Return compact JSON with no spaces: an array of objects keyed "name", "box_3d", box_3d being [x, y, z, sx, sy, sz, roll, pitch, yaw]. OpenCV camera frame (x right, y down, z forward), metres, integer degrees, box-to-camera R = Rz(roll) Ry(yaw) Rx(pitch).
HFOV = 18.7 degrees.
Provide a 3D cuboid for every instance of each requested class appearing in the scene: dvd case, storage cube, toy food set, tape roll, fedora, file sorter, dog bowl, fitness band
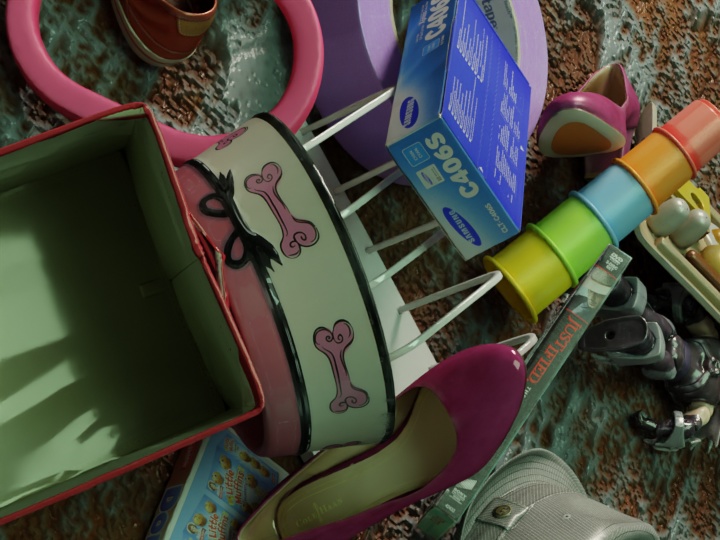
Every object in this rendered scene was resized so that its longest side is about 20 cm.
[{"name":"dvd case","box_3d":[0.103,0.082,1.409,0.022,0.146,0.201,33,78,4]},{"name":"storage cube","box_3d":[-0.169,0.029,1.153,0.199,0.180,0.172,-22,90,-9]},{"name":"toy food set","box_3d":[0.282,-0.028,1.680,0.200,0.060,0.144,44,27,-19]},{"name":"tape roll","box_3d":[0.045,-0.164,1.530,0.199,0.065,0.202,16,68,-44]},{"name":"fedora","box_3d":[0.141,0.213,1.456,0.199,0.090,0.178,-29,109,-46]},{"name":"file sorter","box_3d":[0.000,0.000,1.401,0.139,0.124,0.201,-36,100,-45]},{"name":"dog bowl","box_3d":[-0.054,0.017,1.243,0.073,0.200,0.202,-20,89,-14]},{"name":"fitness band","box_3d":[-0.118,-0.143,1.327,0.199,0.037,0.145,24,81,3]}]

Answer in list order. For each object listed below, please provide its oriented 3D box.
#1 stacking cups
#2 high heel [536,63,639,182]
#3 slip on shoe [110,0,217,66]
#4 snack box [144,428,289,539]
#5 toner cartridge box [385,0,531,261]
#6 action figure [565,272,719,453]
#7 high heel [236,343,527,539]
[{"name":"stacking cups","box_3d":[0.183,-0.043,1.560,0.199,0.060,0.061,-37,102,-8]},{"name":"high heel","box_3d":[0.170,-0.128,1.602,0.200,0.067,0.097,24,64,-66]},{"name":"slip on shoe","box_3d":[-0.146,-0.231,1.391,0.074,0.061,0.201,-20,84,-42]},{"name":"snack box","box_3d":[-0.102,0.188,1.307,0.072,0.024,0.201,40,52,-27]},{"name":"toner cartridge box","box_3d":[0.066,-0.100,1.400,0.095,0.043,0.200,53,23,-22]},{"name":"action figure","box_3d":[0.225,0.060,1.630,0.200,0.069,0.131,34,46,-47]},{"name":"high heel","box_3d":[0.013,0.112,1.291,0.096,0.200,0.068,-8,57,-52]}]
